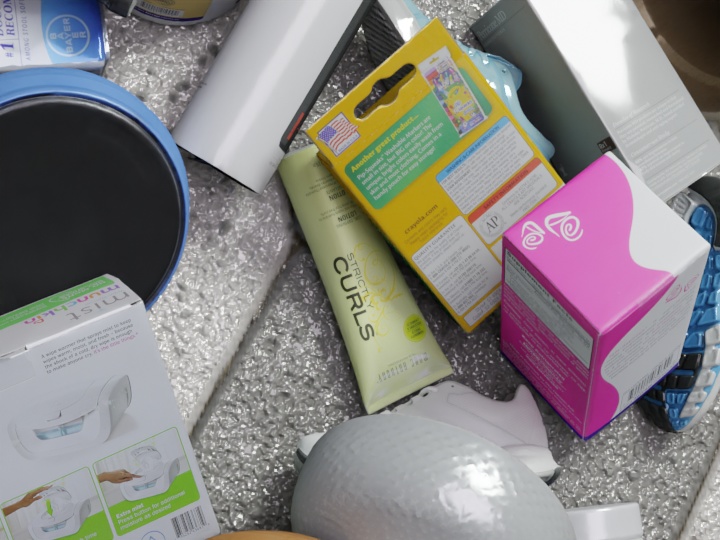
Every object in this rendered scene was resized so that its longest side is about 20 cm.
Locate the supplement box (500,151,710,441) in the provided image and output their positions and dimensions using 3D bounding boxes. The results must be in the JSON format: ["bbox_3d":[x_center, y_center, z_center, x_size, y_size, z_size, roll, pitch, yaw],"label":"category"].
[{"bbox_3d":[0.168,0.024,1.081,0.101,0.200,0.103,-37,67,-13],"label":"supplement box"}]

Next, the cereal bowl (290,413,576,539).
[{"bbox_3d":[0.040,0.195,1.024,0.200,0.200,0.083,37,47,-7],"label":"cereal bowl"}]

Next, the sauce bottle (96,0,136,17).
[{"bbox_3d":[-0.234,-0.227,0.986,0.199,0.065,0.065,23,75,-11],"label":"sauce bottle"}]

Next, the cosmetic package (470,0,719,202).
[{"bbox_3d":[0.182,-0.140,1.177,0.090,0.107,0.200,-34,89,-19],"label":"cosmetic package"}]

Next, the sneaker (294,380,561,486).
[{"bbox_3d":[0.046,0.127,1.121,0.199,0.075,0.087,1,63,-19],"label":"sneaker"}]

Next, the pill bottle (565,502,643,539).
[{"bbox_3d":[0.173,0.273,1.100,0.111,0.111,0.201,-4,81,-17],"label":"pill bottle"}]

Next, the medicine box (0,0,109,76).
[{"bbox_3d":[-0.289,-0.208,1.055,0.199,0.103,0.183,-6,82,-18],"label":"medicine box"}]

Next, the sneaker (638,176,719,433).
[{"bbox_3d":[0.278,0.033,1.197,0.087,0.075,0.201,16,88,-46],"label":"sneaker"}]

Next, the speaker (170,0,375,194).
[{"bbox_3d":[-0.057,-0.157,1.098,0.081,0.081,0.200,31,89,-9],"label":"speaker"}]

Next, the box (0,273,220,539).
[{"bbox_3d":[-0.217,0.124,0.992,0.200,0.097,0.177,-23,109,-18],"label":"box"}]

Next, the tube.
[{"bbox_3d":[0.000,0.000,1.132,0.058,0.052,0.201,-22,91,20],"label":"tube"}]

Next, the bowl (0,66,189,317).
[{"bbox_3d":[-0.211,-0.036,1.030,0.200,0.039,0.201,-8,113,-19],"label":"bowl"}]

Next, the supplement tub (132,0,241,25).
[{"bbox_3d":[-0.117,-0.268,1.063,0.145,0.200,0.146,3,80,-16],"label":"supplement tub"}]

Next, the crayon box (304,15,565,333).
[{"bbox_3d":[0.060,-0.071,1.101,0.126,0.052,0.200,-41,112,-2],"label":"crayon box"}]

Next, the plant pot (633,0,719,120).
[{"bbox_3d":[0.313,-0.245,1.203,0.183,0.200,0.201,-29,89,-30],"label":"plant pot"}]

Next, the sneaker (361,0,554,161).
[{"bbox_3d":[0.076,-0.146,1.169,0.082,0.074,0.200,-39,104,-19],"label":"sneaker"}]

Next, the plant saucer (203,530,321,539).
[{"bbox_3d":[-0.037,0.241,1.015,0.200,0.200,0.037,37,43,-7],"label":"plant saucer"}]
